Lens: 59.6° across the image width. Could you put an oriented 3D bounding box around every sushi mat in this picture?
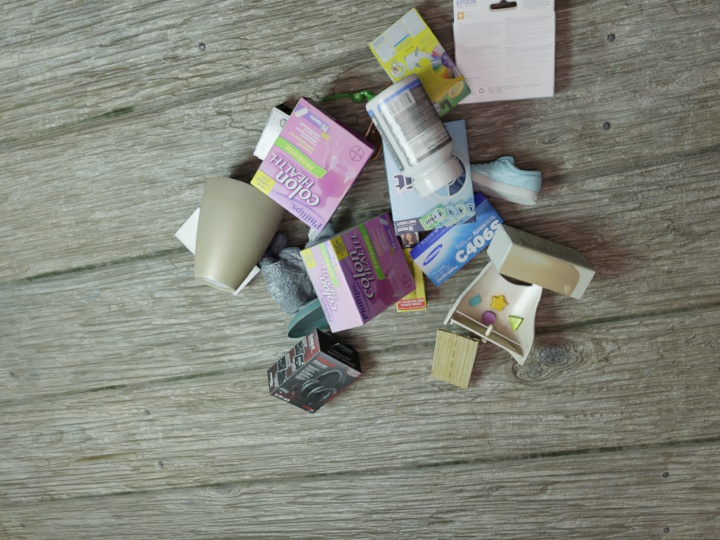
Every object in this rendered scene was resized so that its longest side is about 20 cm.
[{"bbox_3d":[0.213,0.203,1.435,0.094,0.012,0.202,18,142,15],"label":"sushi mat"}]

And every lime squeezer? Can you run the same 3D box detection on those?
[{"bbox_3d":[0.007,-0.338,1.290,0.198,0.038,0.071,34,139,18],"label":"lime squeezer"}]

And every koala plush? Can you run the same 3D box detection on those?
[{"bbox_3d":[-0.109,-0.012,1.396,0.197,0.184,0.180,-28,104,6],"label":"koala plush"}]

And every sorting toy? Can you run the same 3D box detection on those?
[{"bbox_3d":[0.309,0.073,1.387,0.197,0.107,0.183,27,106,-1],"label":"sorting toy"}]

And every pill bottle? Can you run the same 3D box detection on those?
[{"bbox_3d":[0.104,-0.247,1.168,0.112,0.114,0.203,-28,99,19],"label":"pill bottle"}]

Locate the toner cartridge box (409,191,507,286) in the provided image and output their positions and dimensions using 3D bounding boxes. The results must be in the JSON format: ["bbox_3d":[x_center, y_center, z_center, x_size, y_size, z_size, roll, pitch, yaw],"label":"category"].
[{"bbox_3d":[0.209,-0.065,1.343,0.199,0.043,0.095,-41,120,11],"label":"toner cartridge box"}]

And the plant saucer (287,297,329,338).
[{"bbox_3d":[-0.082,0.091,1.419,0.199,0.199,0.028,-36,73,20],"label":"plant saucer"}]

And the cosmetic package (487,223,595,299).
[{"bbox_3d":[0.373,-0.019,1.309,0.196,0.106,0.072,18,115,-11],"label":"cosmetic package"}]

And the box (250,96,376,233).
[{"bbox_3d":[-0.093,-0.214,1.273,0.174,0.097,0.202,35,105,-3],"label":"box"}]

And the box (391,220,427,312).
[{"bbox_3d":[0.105,-0.011,1.411,0.073,0.050,0.205,-4,110,10],"label":"box"}]

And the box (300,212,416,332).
[{"bbox_3d":[0.000,0.000,1.307,0.096,0.198,0.179,-17,98,44],"label":"box"}]

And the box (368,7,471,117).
[{"bbox_3d":[0.119,-0.392,1.229,0.116,0.048,0.202,-34,83,9],"label":"box"}]

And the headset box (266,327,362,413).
[{"bbox_3d":[-0.103,0.237,1.497,0.199,0.078,0.148,-40,130,21],"label":"headset box"}]

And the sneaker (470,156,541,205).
[{"bbox_3d":[0.281,-0.202,1.309,0.196,0.074,0.084,19,83,8],"label":"sneaker"}]

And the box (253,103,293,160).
[{"bbox_3d":[-0.116,-0.255,1.354,0.197,0.060,0.118,29,113,-1],"label":"box"}]

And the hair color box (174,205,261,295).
[{"bbox_3d":[-0.324,-0.052,1.467,0.100,0.061,0.200,-40,99,21],"label":"hair color box"}]

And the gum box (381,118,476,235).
[{"bbox_3d":[0.137,-0.185,1.259,0.166,0.045,0.205,-9,99,1],"label":"gum box"}]

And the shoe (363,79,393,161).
[{"bbox_3d":[0.061,-0.320,1.308,0.070,0.053,0.202,37,110,17],"label":"shoe"}]

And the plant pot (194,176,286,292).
[{"bbox_3d":[-0.277,-0.065,1.340,0.183,0.188,0.204,17,75,3],"label":"plant pot"}]

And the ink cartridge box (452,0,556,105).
[{"bbox_3d":[0.280,-0.435,1.226,0.194,0.041,0.205,-1,110,11],"label":"ink cartridge box"}]
